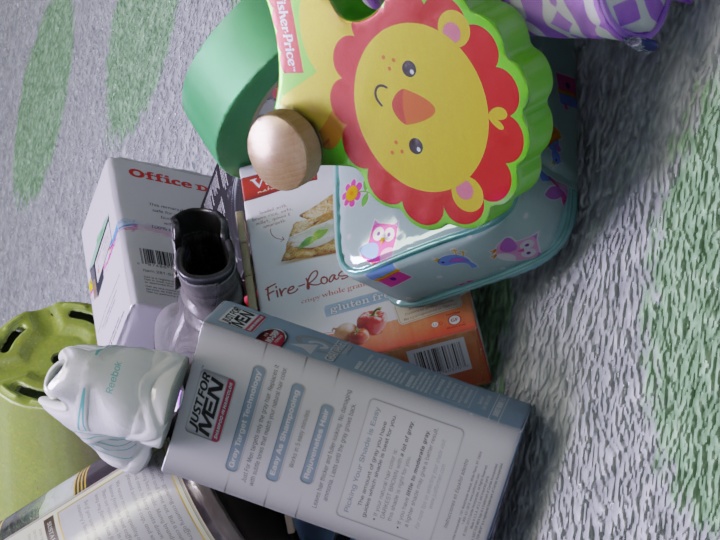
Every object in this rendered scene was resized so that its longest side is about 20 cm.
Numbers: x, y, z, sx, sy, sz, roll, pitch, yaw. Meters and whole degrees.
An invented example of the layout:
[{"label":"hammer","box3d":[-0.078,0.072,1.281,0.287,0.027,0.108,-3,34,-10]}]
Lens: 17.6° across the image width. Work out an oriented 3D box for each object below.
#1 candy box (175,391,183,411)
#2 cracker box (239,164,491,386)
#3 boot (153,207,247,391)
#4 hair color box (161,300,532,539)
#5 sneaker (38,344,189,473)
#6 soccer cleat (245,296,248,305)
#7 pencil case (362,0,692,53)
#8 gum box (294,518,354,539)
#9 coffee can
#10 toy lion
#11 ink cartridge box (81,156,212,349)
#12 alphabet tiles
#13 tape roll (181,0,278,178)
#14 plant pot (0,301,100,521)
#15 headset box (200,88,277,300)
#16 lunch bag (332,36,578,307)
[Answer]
[{"label":"candy box","box3d":[-0.132,0.207,1.721,0.168,0.071,0.201,137,140,-59]},{"label":"cracker box","box3d":[0.000,0.000,1.501,0.201,0.133,0.058,-102,-4,-46]},{"label":"boot","box3d":[-0.100,0.018,1.515,0.200,0.069,0.133,-133,35,-66]},{"label":"hair color box","box3d":[-0.008,0.100,1.383,0.061,0.199,0.100,-51,-22,-74]},{"label":"sneaker","box3d":[-0.154,0.076,1.424,0.200,0.080,0.071,126,160,-74]},{"label":"soccer cleat","box3d":[-0.043,0.067,1.657,0.068,0.073,0.200,-37,19,-6]},{"label":"pencil case","box3d":[0.090,-0.174,1.315,0.199,0.085,0.085,11,100,41]},{"label":"gum box","box3d":[-0.046,0.213,1.655,0.200,0.044,0.171,-131,54,-64]},{"label":"coffee can","box3d":[-0.157,0.199,1.552,0.199,0.147,0.147,-32,36,9]},{"label":"toy lion","box3d":[0.019,-0.122,1.308,0.191,0.069,0.202,2,110,37]},{"label":"ink cartridge box","box3d":[-0.137,0.009,1.853,0.201,0.144,0.084,-107,35,-51]},{"label":"alphabet tiles","box3d":[-0.062,0.069,1.539,0.167,0.006,0.201,-101,2,-51]},{"label":"tape roll","box3d":[-0.022,-0.141,1.551,0.048,0.200,0.201,55,140,20]},{"label":"plant pot","box3d":[-0.234,0.134,1.888,0.201,0.198,0.191,-102,6,-46]},{"label":"headset box","box3d":[-0.051,-0.078,1.766,0.149,0.077,0.201,-108,35,-51]},{"label":"lunch bag","box3d":[0.053,-0.085,1.420,0.160,0.077,0.201,-23,54,36]}]
